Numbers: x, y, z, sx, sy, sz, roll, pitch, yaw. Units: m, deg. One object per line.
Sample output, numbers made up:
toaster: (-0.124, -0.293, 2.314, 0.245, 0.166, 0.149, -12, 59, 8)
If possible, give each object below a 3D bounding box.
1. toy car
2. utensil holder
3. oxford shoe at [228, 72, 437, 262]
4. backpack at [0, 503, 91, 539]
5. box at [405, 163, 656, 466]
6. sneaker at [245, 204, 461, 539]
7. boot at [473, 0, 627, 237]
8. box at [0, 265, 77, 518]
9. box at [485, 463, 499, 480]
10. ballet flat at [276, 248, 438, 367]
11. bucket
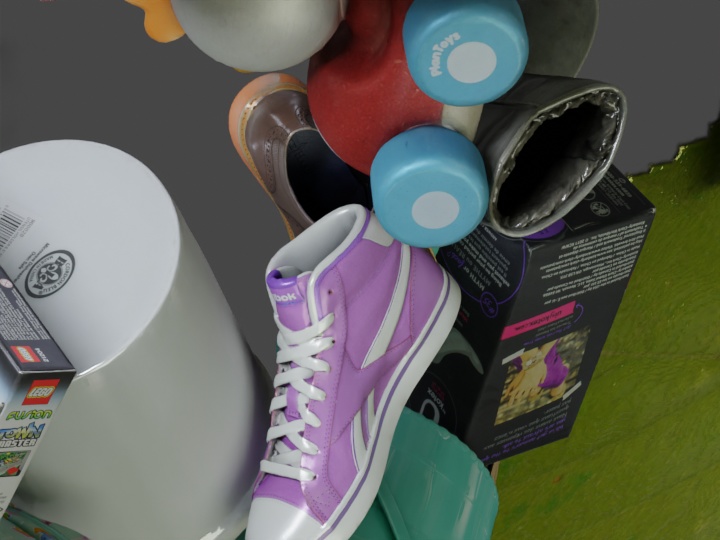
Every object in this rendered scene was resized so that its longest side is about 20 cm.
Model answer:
toy car: (-0.031, -0.132, 1.317, 0.198, 0.185, 0.178, 5, 130, -10)
utensil holder: (-0.144, 0.051, 1.377, 0.169, 0.170, 0.200, -34, 146, -10)
oxford shoe: (-0.004, -0.021, 1.452, 0.071, 0.073, 0.200, -41, 122, -1)
backpack: (-0.212, 0.184, 1.320, 0.126, 0.199, 0.168, -15, 110, -42)
box: (0.086, 0.011, 1.603, 0.106, 0.122, 0.201, -16, 140, -34)
sneaker: (-0.031, 0.059, 1.376, 0.114, 0.072, 0.202, 41, 65, -41)
boot: (0.099, -0.099, 1.412, 0.183, 0.072, 0.200, -58, -171, -7)
box: (-0.219, 0.024, 1.237, 0.035, 0.200, 0.110, 0, 130, -45)
box: (0.082, 0.153, 1.764, 0.201, 0.021, 0.164, 95, 8, -47)
ballet flat: (0.000, 0.000, 1.545, 0.070, 0.067, 0.201, -36, 156, -50)
bucket: (-0.016, 0.174, 1.588, 0.208, 0.206, 0.135, 80, 27, -53)
